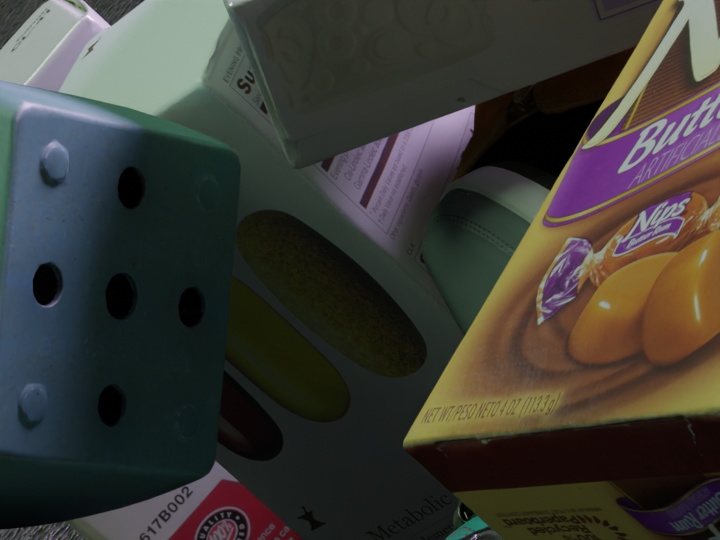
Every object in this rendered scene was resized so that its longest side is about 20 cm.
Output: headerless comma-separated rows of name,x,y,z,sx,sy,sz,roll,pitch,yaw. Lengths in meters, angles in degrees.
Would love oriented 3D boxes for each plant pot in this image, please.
plant pot,-0.137,0.005,0.831,0.199,0.141,0.142,2,85,37

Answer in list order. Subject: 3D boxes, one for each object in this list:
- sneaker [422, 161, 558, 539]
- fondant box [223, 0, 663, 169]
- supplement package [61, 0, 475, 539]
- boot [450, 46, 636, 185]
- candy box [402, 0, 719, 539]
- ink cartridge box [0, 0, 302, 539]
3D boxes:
sneaker,0.039,0.064,0.772,0.120,0.084,0.200,-21,54,-21
fondant box,0.025,-0.124,0.852,0.144,0.058,0.200,-20,36,3
supplement package,0.000,0.000,0.950,0.114,0.200,0.110,-33,23,37
boot,0.111,-0.085,0.860,0.201,0.071,0.144,-38,15,30
candy box,0.103,-0.028,0.681,0.116,0.056,0.200,-11,40,56
ink cartridge box,-0.083,0.018,1.120,0.148,0.200,0.086,-49,18,-3
